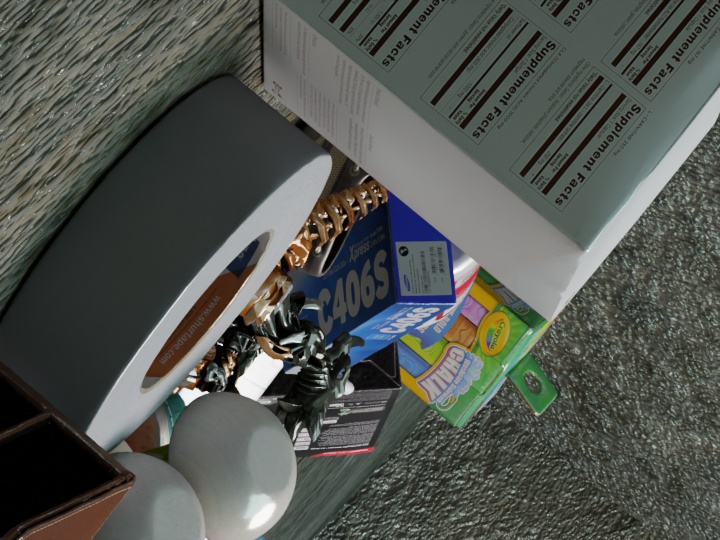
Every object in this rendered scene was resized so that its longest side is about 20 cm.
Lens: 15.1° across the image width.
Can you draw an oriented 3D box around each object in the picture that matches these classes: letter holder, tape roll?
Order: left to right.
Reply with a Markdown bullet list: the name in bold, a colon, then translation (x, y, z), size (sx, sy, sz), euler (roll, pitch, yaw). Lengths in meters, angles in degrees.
- **letter holder**: translation (-0.217, 0.151, 1.228), size (0.200, 0.100, 0.142), euler (-53, 171, 17)
- **tape roll**: translation (-0.101, 0.001, 1.354), size (0.200, 0.066, 0.200), euler (-50, 173, -9)

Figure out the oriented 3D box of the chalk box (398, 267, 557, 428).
- **chalk box**: translation (0.095, 0.044, 2.368), size (0.124, 0.200, 0.125), euler (-54, 173, 25)

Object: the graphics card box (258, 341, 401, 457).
- **graphics card box**: translation (-0.041, 0.098, 2.085), size (0.200, 0.125, 0.051), euler (108, -22, -73)

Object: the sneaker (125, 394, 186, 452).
- **sneaker**: translation (-0.116, 0.139, 1.780), size (0.080, 0.071, 0.200), euler (-25, 142, -25)

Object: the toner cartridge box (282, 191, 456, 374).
- **toner cartridge box**: translation (0.000, 0.000, 1.738), size (0.200, 0.043, 0.095), euler (145, -56, -63)

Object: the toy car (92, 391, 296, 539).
- **toy car**: translation (-0.124, 0.162, 1.467), size (0.175, 0.150, 0.200), euler (-15, -170, 39)

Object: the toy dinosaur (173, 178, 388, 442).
- **toy dinosaur**: translation (-0.063, 0.025, 1.558), size (0.199, 0.102, 0.136), euler (-25, 138, 9)

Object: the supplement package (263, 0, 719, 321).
- **supplement package**: translation (0.071, -0.106, 1.350), size (0.147, 0.200, 0.191), euler (-50, 174, -9)

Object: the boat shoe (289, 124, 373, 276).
- **boat shoe**: translation (0.010, -0.082, 1.625), size (0.200, 0.073, 0.074), euler (-53, 174, 13)

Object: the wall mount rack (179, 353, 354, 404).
- **wall mount rack**: translation (-0.099, 0.086, 1.849), size (0.200, 0.075, 0.174), euler (-53, 135, 5)

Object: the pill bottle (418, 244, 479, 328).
- **pill bottle**: translation (0.034, -0.021, 1.971), size (0.112, 0.112, 0.200), euler (-50, 174, -15)
